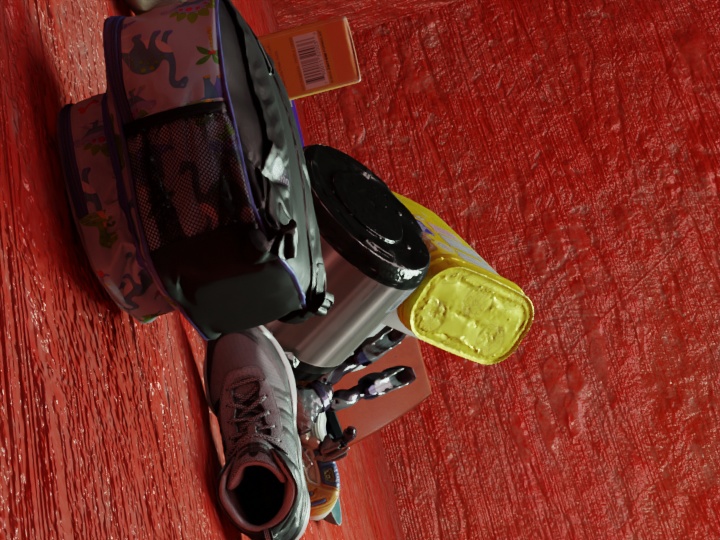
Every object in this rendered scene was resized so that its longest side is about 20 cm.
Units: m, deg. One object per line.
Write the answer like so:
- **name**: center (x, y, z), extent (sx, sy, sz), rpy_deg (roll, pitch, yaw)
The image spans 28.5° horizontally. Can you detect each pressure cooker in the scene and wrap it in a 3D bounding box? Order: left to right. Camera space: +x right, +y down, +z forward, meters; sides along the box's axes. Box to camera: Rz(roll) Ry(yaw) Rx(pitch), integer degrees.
- **pressure cooker**: center (-0.055, 0.005, 1.337), extent (0.175, 0.200, 0.179), rpy_deg (23, 32, -39)

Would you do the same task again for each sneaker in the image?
- **sneaker**: center (-0.085, 0.130, 1.145), extent (0.114, 0.075, 0.202), rpy_deg (83, -5, -87)
- **sneaker**: center (-0.069, 0.175, 1.544), extent (0.088, 0.074, 0.202), rpy_deg (98, -14, -67)

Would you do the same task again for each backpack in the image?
- **backpack**: center (-0.112, -0.068, 0.920), extent (0.183, 0.146, 0.202), rpy_deg (64, 15, -73)

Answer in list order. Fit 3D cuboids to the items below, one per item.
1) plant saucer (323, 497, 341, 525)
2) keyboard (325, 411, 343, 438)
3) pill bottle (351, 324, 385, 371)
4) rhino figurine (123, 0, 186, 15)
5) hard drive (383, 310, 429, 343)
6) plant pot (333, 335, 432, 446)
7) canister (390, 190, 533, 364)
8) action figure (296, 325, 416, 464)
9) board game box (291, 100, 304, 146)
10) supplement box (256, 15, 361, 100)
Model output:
- **plant saucer**: center (-0.062, 0.220, 1.760), extent (0.200, 0.027, 0.202), rpy_deg (-15, 90, -88)
- **keyboard**: center (-0.080, 0.121, 1.608), extent (0.202, 0.039, 0.104), rpy_deg (68, -26, 12)
- **pill bottle**: center (-0.032, 0.064, 1.654), extent (0.200, 0.110, 0.112), rpy_deg (-11, -85, 68)
- **rhino figurine**: center (-0.200, -0.277, 1.297), extent (0.200, 0.059, 0.088), rpy_deg (44, 41, -79)
- **hard drive**: center (0.000, 0.000, 1.534), extent (0.131, 0.025, 0.200), rpy_deg (24, 17, -34)
- **plant pot**: center (0.006, 0.127, 2.204), extent (0.200, 0.175, 0.201), rpy_deg (-103, 176, -57)
- **canister**: center (0.069, -0.001, 1.460), extent (0.148, 0.087, 0.200), rpy_deg (23, 16, -36)
- **action figure**: center (-0.033, 0.125, 1.481), extent (0.069, 0.199, 0.131), rpy_deg (-11, -77, 54)
- **board game box**: center (-0.107, -0.095, 1.703), extent (0.135, 0.044, 0.201), rpy_deg (-56, -141, 45)
- **supplement box**: center (-0.102, -0.186, 1.342), extent (0.067, 0.198, 0.069), rpy_deg (-96, 173, -79)
